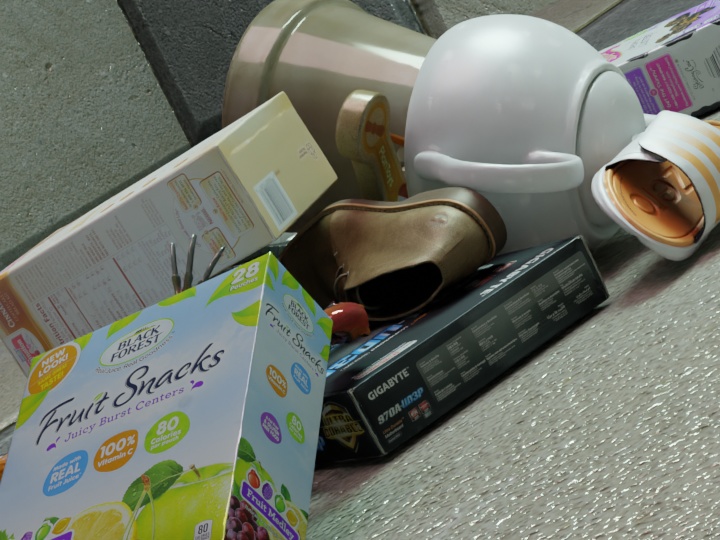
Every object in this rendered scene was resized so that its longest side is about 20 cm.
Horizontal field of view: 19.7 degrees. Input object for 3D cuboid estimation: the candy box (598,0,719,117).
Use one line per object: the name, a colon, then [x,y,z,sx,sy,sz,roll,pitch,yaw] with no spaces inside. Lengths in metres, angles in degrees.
candy box: [0.268,-0.173,1.817,0.199,0.072,0.168,-24,9,20]

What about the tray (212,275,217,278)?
tray: [-0.159,0.050,1.442,0.098,0.037,0.200,-31,5,-19]

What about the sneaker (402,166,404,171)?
sneaker: [0.061,-0.057,1.572,0.200,0.075,0.071,3,-65,-55]

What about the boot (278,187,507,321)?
boot: [0.000,0.000,1.328,0.200,0.074,0.075,-16,24,49]

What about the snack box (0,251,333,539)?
snack box: [-0.106,0.105,1.061,0.168,0.068,0.201,-24,35,25]

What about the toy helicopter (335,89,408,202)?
toy helicopter: [0.023,-0.057,1.409,0.079,0.200,0.133,17,61,24]

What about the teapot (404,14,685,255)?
teapot: [0.127,-0.080,1.396,0.145,0.198,0.201,3,56,29]

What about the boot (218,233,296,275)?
boot: [-0.076,-0.002,1.938,0.199,0.068,0.131,-21,3,-9]

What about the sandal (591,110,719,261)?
sandal: [0.212,-0.073,1.317,0.207,0.079,0.059,-37,-18,-55]

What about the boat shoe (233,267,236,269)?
boat shoe: [-0.057,0.029,1.635,0.060,0.072,0.202,-26,14,-5]

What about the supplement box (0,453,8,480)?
supplement box: [-0.130,0.105,1.379,0.200,0.074,0.126,-33,9,-35]

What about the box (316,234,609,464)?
box: [0.033,0.053,1.278,0.200,0.046,0.159,-32,9,-31]

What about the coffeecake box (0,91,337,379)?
coffeecake box: [-0.131,-0.023,1.356,0.199,0.073,0.154,-29,8,21]

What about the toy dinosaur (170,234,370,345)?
toy dinosaur: [-0.072,0.088,1.194,0.181,0.201,0.105,-23,-32,27]

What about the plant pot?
plant pot: [0.013,-0.122,1.699,0.173,0.201,0.200,9,30,36]
